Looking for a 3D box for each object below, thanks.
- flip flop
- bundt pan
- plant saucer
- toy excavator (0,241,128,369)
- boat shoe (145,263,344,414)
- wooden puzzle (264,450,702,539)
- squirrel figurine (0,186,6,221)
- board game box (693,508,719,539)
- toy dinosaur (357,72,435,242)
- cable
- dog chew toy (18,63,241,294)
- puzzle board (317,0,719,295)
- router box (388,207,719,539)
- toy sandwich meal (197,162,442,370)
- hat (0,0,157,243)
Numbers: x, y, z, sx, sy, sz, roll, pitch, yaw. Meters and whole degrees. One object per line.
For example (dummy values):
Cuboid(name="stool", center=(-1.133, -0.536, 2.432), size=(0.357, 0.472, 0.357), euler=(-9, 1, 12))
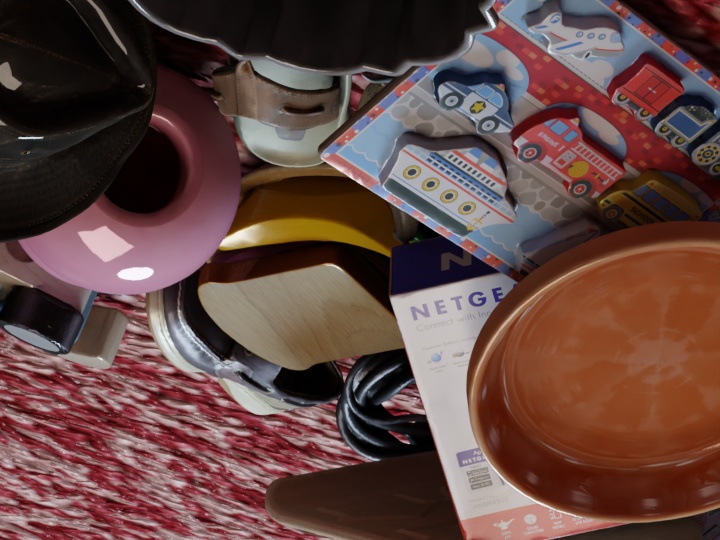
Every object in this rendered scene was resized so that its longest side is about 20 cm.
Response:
Cuboid(name="flip flop", center=(-0.045, -0.093, 1.439), size=(0.081, 0.058, 0.200), euler=(11, 157, 7))
Cuboid(name="bundt pan", center=(-0.028, -0.166, 1.239), size=(0.201, 0.076, 0.202), euler=(12, 157, 5))
Cuboid(name="plant saucer", center=(0.152, 0.050, 1.442), size=(0.200, 0.032, 0.201), euler=(-5, 133, -5))
Cuboid(name="toy excavator", center=(-0.205, 0.000, 1.721), size=(0.194, 0.100, 0.200), euler=(26, 167, -23))
Cuboid(name="boat shoe", center=(-0.069, 0.039, 1.745), size=(0.065, 0.072, 0.200), euler=(-3, 156, 23))
Cuboid(name="wooden puzzle", center=(0.071, 0.157, 1.665), size=(0.185, 0.046, 0.200), euler=(-7, -164, -40))
Cuboid(name="squirrel figurine", center=(-0.239, -0.078, 1.418), size=(0.186, 0.201, 0.141), euler=(9, 170, 44))
Cuboid(name="board game box", center=(0.205, 0.191, 1.653), size=(0.153, 0.200, 0.040), euler=(-35, 113, 28))
Cuboid(name="toy dinosaur", center=(0.040, -0.078, 1.435), size=(0.102, 0.077, 0.200), euler=(29, 160, -5))
Cuboid(name="cable", center=(0.079, 0.097, 1.798), size=(0.200, 0.051, 0.163), euler=(24, 154, -30))
Cuboid(name="dog chew toy", center=(-0.137, -0.044, 1.533), size=(0.124, 0.125, 0.200), euler=(19, 169, -12))
Cuboid(name="puzzle board", center=(0.099, -0.058, 1.362), size=(0.151, 0.017, 0.200), euler=(-41, 132, 21))
Cuboid(name="router box", center=(0.131, 0.052, 1.509), size=(0.199, 0.049, 0.180), euler=(-13, 122, 9))
Cuboid(name="toy sandwich meal", center=(0.000, 0.000, 1.609), size=(0.205, 0.070, 0.205), euler=(12, 157, 5))
Cuboid(name="hat", center=(-0.150, -0.102, 1.310), size=(0.081, 0.201, 0.201), euler=(9, 160, 44))
